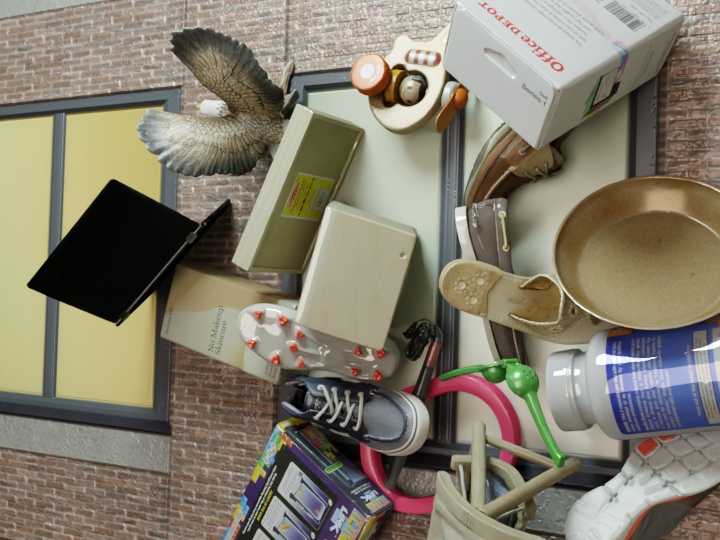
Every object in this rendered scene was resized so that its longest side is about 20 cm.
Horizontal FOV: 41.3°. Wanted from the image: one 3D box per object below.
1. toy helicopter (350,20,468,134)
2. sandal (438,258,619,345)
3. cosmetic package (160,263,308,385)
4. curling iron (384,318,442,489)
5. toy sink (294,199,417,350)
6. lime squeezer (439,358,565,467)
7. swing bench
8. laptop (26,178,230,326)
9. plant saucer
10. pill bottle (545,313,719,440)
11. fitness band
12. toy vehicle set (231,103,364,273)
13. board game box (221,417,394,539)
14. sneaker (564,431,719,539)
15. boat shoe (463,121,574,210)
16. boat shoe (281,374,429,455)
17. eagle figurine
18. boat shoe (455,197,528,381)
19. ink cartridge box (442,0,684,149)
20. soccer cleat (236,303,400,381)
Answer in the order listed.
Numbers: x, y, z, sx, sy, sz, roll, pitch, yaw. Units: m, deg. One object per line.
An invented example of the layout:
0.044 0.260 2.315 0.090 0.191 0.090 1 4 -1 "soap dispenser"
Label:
0.093 -0.240 1.100 0.200 0.079 0.132 -48 60 6 "toy helicopter"
0.185 0.037 0.974 0.208 0.070 0.079 12 99 -5 "sandal"
-0.154 0.066 1.226 0.197 0.071 0.107 16 95 29 "cosmetic package"
0.058 0.153 1.095 0.049 0.025 0.204 19 100 52 "curling iron"
0.000 0.000 1.106 0.110 0.200 0.133 17 96 -1 "toy sink"
0.152 0.123 1.001 0.199 0.037 0.072 32 132 51 "lime squeezer"
0.124 0.292 0.955 0.128 0.200 0.202 17 109 20 "swing bench"
-0.288 -0.037 1.218 0.116 0.200 0.187 43 110 -7 "laptop"
0.291 -0.012 0.949 0.197 0.036 0.202 -10 47 11 "plant saucer"
0.290 0.108 0.947 0.197 0.112 0.114 -11 82 28 "pill bottle"
0.090 0.200 1.104 0.198 0.037 0.146 -23 74 26 "fitness band"
-0.073 -0.093 1.157 0.026 0.124 0.203 29 102 27 "toy vehicle set"
-0.068 0.307 1.158 0.165 0.056 0.202 39 117 24 "board game box"
0.299 0.229 0.970 0.198 0.082 0.078 -32 43 5 "sneaker"
0.187 -0.134 1.040 0.074 0.075 0.202 39 107 22 "boat shoe"
-0.013 0.162 1.087 0.199 0.092 0.076 0 79 56 "boat shoe"
-0.158 -0.192 1.166 0.149 0.199 0.154 -19 78 27 "eagle figurine"
0.156 0.022 1.039 0.059 0.072 0.203 -15 99 13 "boat shoe"
0.201 -0.230 0.961 0.145 0.199 0.085 45 149 23 "ink cartridge box"
-0.049 0.085 1.128 0.197 0.078 0.071 15 101 5 "soccer cleat"
